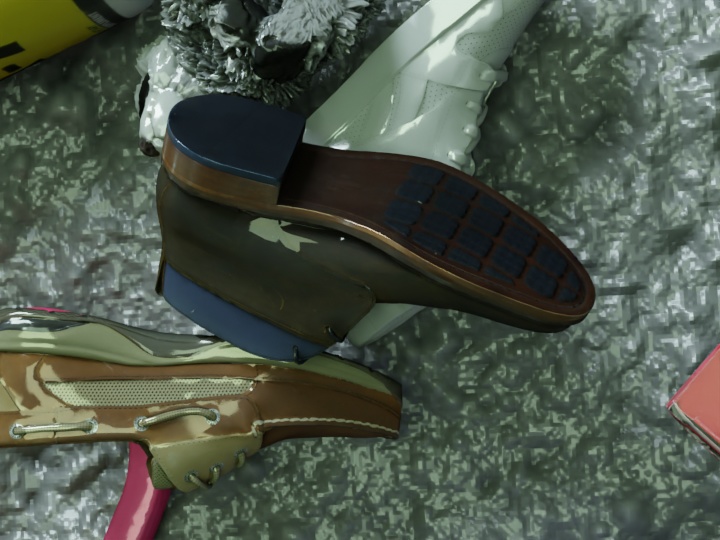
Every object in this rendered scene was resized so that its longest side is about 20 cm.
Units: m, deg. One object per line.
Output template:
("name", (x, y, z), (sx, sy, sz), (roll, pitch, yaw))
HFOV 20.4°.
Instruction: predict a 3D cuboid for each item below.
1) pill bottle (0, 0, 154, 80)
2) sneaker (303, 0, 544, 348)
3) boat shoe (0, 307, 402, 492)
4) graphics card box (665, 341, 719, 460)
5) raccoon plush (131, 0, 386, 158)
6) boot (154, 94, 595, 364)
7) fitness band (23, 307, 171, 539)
("pill bottle", (-0.208, -0.136, 0.953), (0.200, 0.114, 0.114), (-24, 85, 11))
("sneaker", (0.043, -0.054, 0.925), (0.116, 0.074, 0.200), (47, 107, 6))
("boat shoe", (-0.082, 0.066, 0.926), (0.200, 0.076, 0.074), (8, 81, -5))
("graphics card box", (0.194, 0.073, 0.821), (0.125, 0.200, 0.051), (40, 98, 11))
("raccoon plush", (-0.024, -0.115, 0.948), (0.200, 0.134, 0.097), (-25, 70, -22))
("boot", (0.000, 0.000, 0.885), (0.200, 0.075, 0.097), (24, 129, 6))
("fitness band", (-0.172, 0.115, 0.983), (0.143, 0.037, 0.200), (24, 95, 11))
